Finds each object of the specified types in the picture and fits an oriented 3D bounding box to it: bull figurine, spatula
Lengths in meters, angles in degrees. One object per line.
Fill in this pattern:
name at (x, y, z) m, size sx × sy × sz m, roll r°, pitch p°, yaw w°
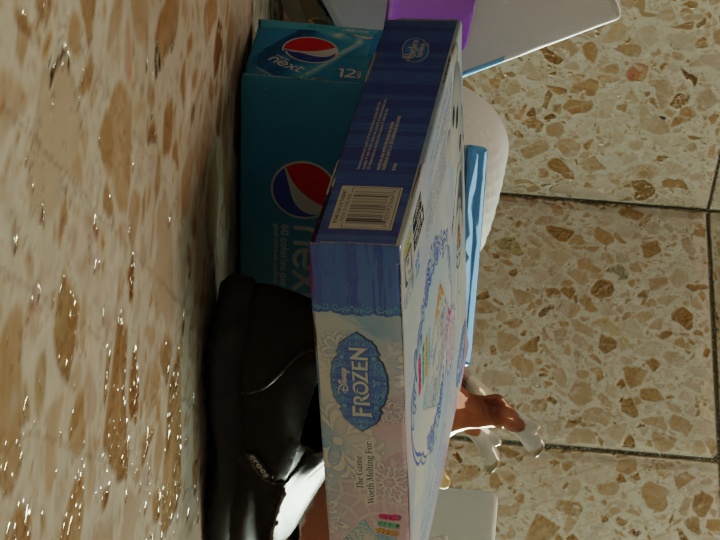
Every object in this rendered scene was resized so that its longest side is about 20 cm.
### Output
bull figurine at (0.013, 0.134, 1.031) m, size 0.201 × 0.121 × 0.065 m, roll -61°, pitch -158°, yaw 16°
spatula at (0.017, -0.088, 0.969) m, size 0.021 × 0.056 × 0.201 m, roll 56°, pitch -42°, yaw 38°

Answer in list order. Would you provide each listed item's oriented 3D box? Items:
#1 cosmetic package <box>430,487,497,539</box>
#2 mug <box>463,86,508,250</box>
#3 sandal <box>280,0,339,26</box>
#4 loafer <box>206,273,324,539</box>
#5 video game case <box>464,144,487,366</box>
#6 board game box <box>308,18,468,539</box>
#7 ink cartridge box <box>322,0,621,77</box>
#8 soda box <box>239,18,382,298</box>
cosmetic package at (0.020, 0.291, 1.464) m, size 0.165 × 0.164 × 0.201 m, roll 90°, pitch 7°, yaw -62°
mug at (0.030, -0.072, 1.532) m, size 0.200 × 0.147 × 0.176 m, roll 53°, pitch 38°, yaw -37°
sandal at (-0.021, -0.112, 1.060) m, size 0.081 × 0.054 × 0.200 m, roll 63°, pitch 4°, yaw 28°
loafer at (-0.037, 0.089, 0.890) m, size 0.201 × 0.071 × 0.073 m, roll 91°, pitch 5°, yaw -45°
video game case at (0.017, -0.010, 1.241) m, size 0.200 × 0.018 × 0.144 m, roll 0°, pitch -95°, yaw 57°
board game box at (0.019, 0.015, 0.851) m, size 0.200 × 0.043 × 0.200 m, roll -73°, pitch 162°, yaw -54°
ink cartridge box at (0.053, -0.222, 1.017) m, size 0.200 × 0.146 × 0.146 m, roll -83°, pitch 149°, yaw -55°
soda box at (-0.027, -0.026, 0.949) m, size 0.064 × 0.067 × 0.201 m, roll -81°, pitch 174°, yaw -56°
